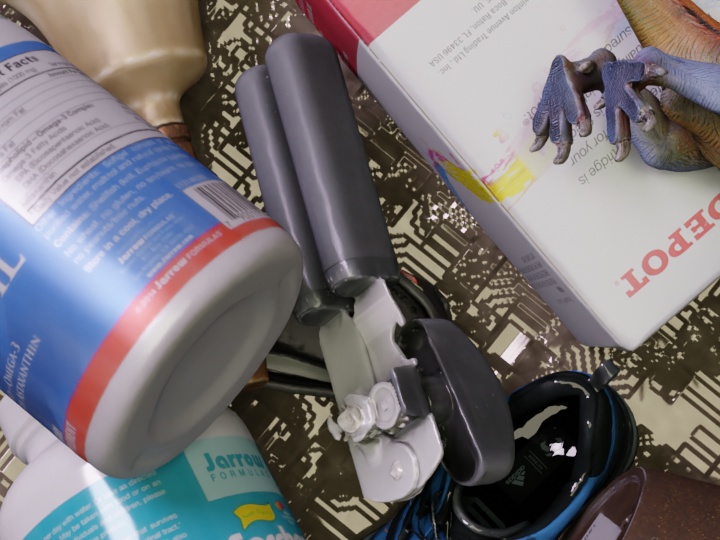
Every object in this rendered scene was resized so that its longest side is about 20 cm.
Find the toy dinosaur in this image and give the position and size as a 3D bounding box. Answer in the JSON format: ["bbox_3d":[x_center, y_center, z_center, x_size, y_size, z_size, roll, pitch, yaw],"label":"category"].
[{"bbox_3d":[0.163,-0.050,0.723,0.181,0.105,0.200,5,76,-22],"label":"toy dinosaur"}]

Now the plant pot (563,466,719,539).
[{"bbox_3d":[0.164,0.170,0.798,0.200,0.187,0.187,34,88,-3],"label":"plant pot"}]

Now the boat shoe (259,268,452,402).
[{"bbox_3d":[-0.059,0.008,0.872,0.201,0.063,0.074,13,90,1],"label":"boat shoe"}]

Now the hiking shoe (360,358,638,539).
[{"bbox_3d":[0.034,0.115,0.849,0.074,0.087,0.200,37,85,17],"label":"hiking shoe"}]

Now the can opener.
[{"bbox_3d":[0.000,0.000,0.828,0.066,0.053,0.200,-4,66,-39],"label":"can opener"}]

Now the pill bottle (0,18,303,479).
[{"bbox_3d":[-0.129,-0.024,0.766,0.200,0.112,0.112,37,88,16],"label":"pill bottle"}]

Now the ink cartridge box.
[{"bbox_3d":[0.090,-0.085,0.833,0.145,0.145,0.200,-39,89,-2],"label":"ink cartridge box"}]

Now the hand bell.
[{"bbox_3d":[-0.077,-0.045,0.834,0.104,0.104,0.200,-19,79,-1],"label":"hand bell"}]

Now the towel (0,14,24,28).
[{"bbox_3d":[-0.238,-0.048,0.834,0.171,0.048,0.200,32,74,-26],"label":"towel"}]

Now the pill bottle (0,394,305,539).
[{"bbox_3d":[-0.072,0.127,0.813,0.111,0.111,0.200,-29,70,-1],"label":"pill bottle"}]
